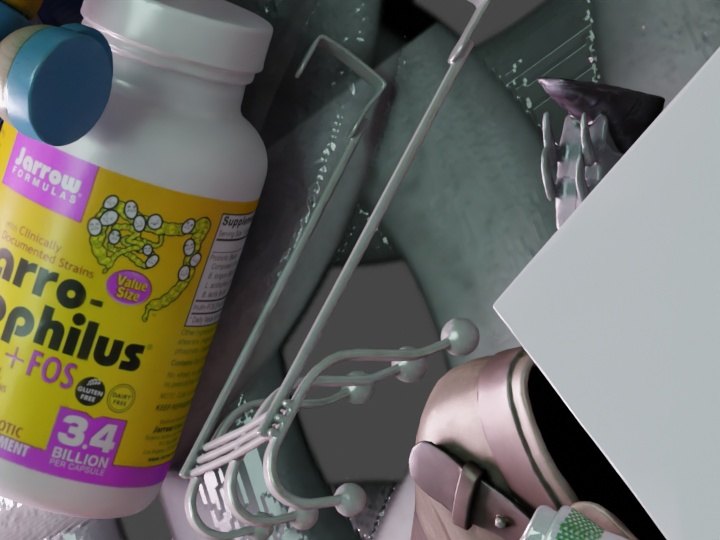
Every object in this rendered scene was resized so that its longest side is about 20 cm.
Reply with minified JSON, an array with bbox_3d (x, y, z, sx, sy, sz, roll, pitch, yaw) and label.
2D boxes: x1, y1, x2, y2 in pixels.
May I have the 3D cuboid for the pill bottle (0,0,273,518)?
[{"bbox_3d":[-0.099,-0.012,1.162,0.104,0.104,0.200,28,104,40],"label":"pill bottle"}]

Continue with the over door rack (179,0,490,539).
[{"bbox_3d":[0.000,0.000,1.076,0.148,0.067,0.200,148,139,-72],"label":"over door rack"}]

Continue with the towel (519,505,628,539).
[{"bbox_3d":[0.116,0.163,0.896,0.200,0.031,0.149,31,141,7],"label":"towel"}]

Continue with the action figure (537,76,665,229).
[{"bbox_3d":[0.089,0.038,1.032,0.130,0.069,0.200,9,90,31],"label":"action figure"}]

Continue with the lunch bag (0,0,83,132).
[{"bbox_3d":[-0.186,-0.053,1.236,0.136,0.132,0.200,35,103,39],"label":"lunch bag"}]

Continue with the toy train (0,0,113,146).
[{"bbox_3d":[-0.116,-0.145,1.108,0.116,0.085,0.200,21,80,30],"label":"toy train"}]

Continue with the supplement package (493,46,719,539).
[{"bbox_3d":[0.179,0.025,0.871,0.152,0.200,0.151,-49,54,19],"label":"supplement package"}]

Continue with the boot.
[{"bbox_3d":[0.088,0.113,0.937,0.200,0.070,0.146,45,152,6],"label":"boot"}]
